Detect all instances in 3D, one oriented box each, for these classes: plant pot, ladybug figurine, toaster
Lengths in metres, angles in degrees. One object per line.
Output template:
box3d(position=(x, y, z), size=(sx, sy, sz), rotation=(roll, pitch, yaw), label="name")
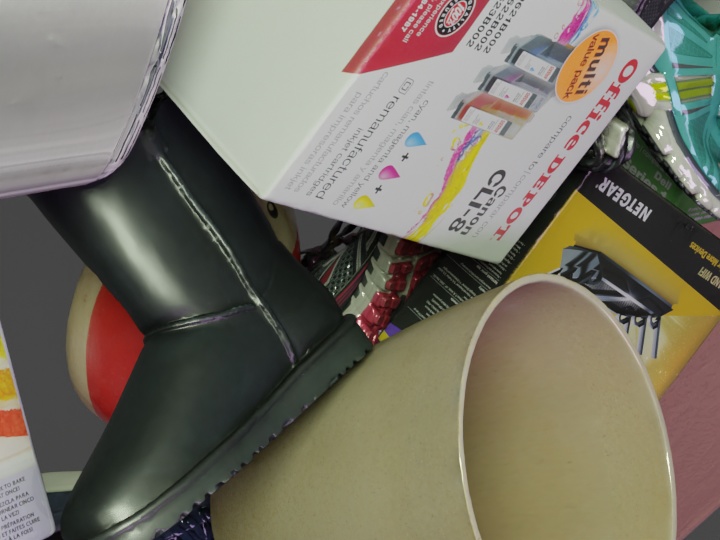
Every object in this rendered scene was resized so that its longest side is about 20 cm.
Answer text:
box3d(position=(0.026, 0.111, 0.938), size=(0.199, 0.188, 0.187), rotation=(-13, 168, 37), label="plant pot")
box3d(position=(-0.088, 0.025, 0.994), size=(0.135, 0.072, 0.201), rotation=(-20, 143, -32), label="ladybug figurine")
box3d(position=(-0.147, -0.103, 0.725), size=(0.129, 0.114, 0.201), rotation=(-8, 128, -46), label="toaster")

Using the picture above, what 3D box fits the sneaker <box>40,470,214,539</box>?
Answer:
box3d(position=(-0.107, 0.148, 1.039), size=(0.199, 0.085, 0.075), rotation=(-15, 126, 4), label="sneaker")

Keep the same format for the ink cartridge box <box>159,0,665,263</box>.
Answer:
box3d(position=(0.016, -0.113, 0.869), size=(0.146, 0.145, 0.200), rotation=(-53, 148, 17), label="ink cartridge box")

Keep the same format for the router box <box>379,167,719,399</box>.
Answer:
box3d(position=(0.125, 0.018, 1.075), size=(0.200, 0.052, 0.158), rotation=(27, 102, -49), label="router box")

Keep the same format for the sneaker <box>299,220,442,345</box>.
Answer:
box3d(position=(0.000, 0.000, 1.068), size=(0.201, 0.075, 0.081), rotation=(-59, 153, 3), label="sneaker")

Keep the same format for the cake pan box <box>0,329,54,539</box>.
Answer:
box3d(position=(-0.243, 0.061, 0.777), size=(0.199, 0.052, 0.185), rotation=(-20, 104, -34), label="cake pan box")

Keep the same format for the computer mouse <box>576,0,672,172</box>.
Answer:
box3d(position=(0.129, -0.161, 0.959), size=(0.200, 0.138, 0.053), rotation=(-54, 141, 2), label="computer mouse")

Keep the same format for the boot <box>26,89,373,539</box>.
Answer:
box3d(position=(-0.105, 0.022, 0.854), size=(0.200, 0.168, 0.076), rotation=(-41, -175, -37), label="boot")

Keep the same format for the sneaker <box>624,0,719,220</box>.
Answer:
box3d(position=(0.187, -0.108, 1.056), size=(0.079, 0.078, 0.200), rotation=(-29, 119, 7), label="sneaker")

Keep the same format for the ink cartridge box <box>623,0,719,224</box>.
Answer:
box3d(position=(0.249, -0.133, 1.160), size=(0.144, 0.084, 0.201), rotation=(-12, 138, -39), label="ink cartridge box")
